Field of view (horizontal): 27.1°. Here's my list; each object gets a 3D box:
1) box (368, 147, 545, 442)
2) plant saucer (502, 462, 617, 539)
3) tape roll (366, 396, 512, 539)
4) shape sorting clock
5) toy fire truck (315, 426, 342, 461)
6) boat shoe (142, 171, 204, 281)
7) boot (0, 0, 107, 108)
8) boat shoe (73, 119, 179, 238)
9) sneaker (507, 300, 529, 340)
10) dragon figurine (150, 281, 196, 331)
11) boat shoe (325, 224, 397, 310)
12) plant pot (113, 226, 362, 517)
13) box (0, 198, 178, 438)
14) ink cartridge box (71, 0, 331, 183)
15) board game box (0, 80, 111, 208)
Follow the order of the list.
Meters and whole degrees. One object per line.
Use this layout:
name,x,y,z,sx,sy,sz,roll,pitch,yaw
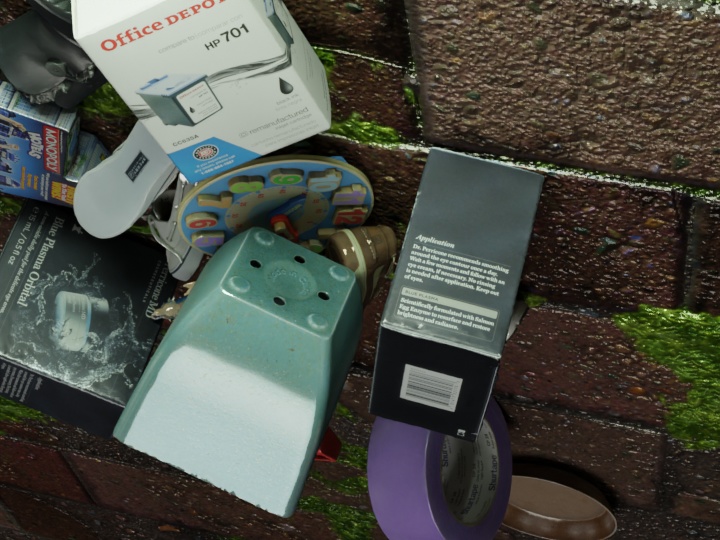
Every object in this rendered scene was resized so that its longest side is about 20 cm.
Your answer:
box,0.089,0.026,1.430,0.117,0.201,0.197,15,151,5
plant saucer,0.247,0.307,2.000,0.199,0.035,0.201,15,151,8
tape roll,0.097,0.235,1.788,0.085,0.201,0.200,-5,144,35
shape sorting clock,-0.084,-0.057,1.496,0.199,0.039,0.200,-12,154,-6
toy fire truck,-0.073,0.121,1.751,0.048,0.142,0.200,0,146,30
boat shoe,-0.193,-0.061,1.575,0.086,0.075,0.202,22,149,-7
boot,-0.286,-0.224,1.342,0.167,0.077,0.200,-15,143,40
boat shoe,-0.213,-0.101,1.485,0.200,0.065,0.074,-36,90,40
sneaker,0.109,0.063,1.637,0.080,0.074,0.200,36,145,-3
dragon figurine,-0.147,0.015,1.653,0.059,0.199,0.099,55,173,-5
boat shoe,0.003,0.006,1.575,0.074,0.075,0.202,-22,169,-14
plant pot,-0.100,0.078,1.474,0.195,0.197,0.201,24,126,-1
box,-0.334,0.055,1.714,0.199,0.198,0.117,23,150,-10
ink cartridge box,-0.132,-0.185,1.268,0.146,0.086,0.200,-21,140,14
board game box,-0.342,-0.134,1.538,0.199,0.062,0.200,18,154,-6
